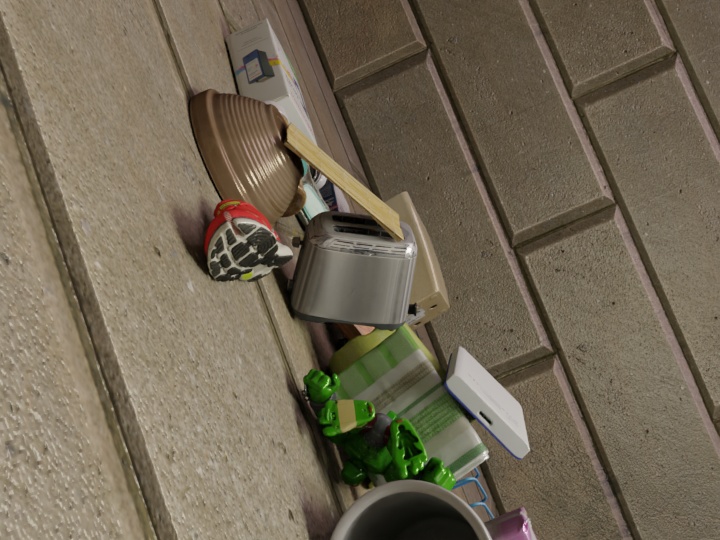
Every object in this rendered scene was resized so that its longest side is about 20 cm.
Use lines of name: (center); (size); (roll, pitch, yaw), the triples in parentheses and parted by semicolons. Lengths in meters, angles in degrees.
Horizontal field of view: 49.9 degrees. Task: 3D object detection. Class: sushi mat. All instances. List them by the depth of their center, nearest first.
sushi mat: (-0.021, -0.116, 1.010); (0.199, 0.012, 0.096); (39, 19, -15)

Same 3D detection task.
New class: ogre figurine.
ogre figurine: (0.017, 0.203, 0.914); (0.120, 0.197, 0.099); (97, 11, -62)

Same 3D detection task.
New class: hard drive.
hard drive: (0.170, 0.172, 1.049); (0.132, 0.025, 0.200); (45, 9, 3)

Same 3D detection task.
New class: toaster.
toaster: (0.000, 0.000, 1.063); (0.114, 0.197, 0.131); (-98, -163, -63)

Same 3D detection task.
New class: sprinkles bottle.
sprinkles bottle: (-0.131, -0.174, 1.190); (0.068, 0.067, 0.202); (58, 12, -50)

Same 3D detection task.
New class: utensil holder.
utensil holder: (0.070, 0.321, 0.809); (0.200, 0.168, 0.172); (56, 13, -63)

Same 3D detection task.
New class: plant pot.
plant pot: (-0.135, -0.153, 1.012); (0.201, 0.092, 0.203); (-24, 90, -83)
plant pot: (0.051, 0.176, 1.109); (0.186, 0.199, 0.200); (58, 5, 14)
plant pot: (0.055, 0.013, 1.391); (0.179, 0.198, 0.200); (62, 5, 20)

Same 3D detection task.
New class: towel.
towel: (0.054, 0.194, 0.995); (0.201, 0.148, 0.031); (57, 6, 22)

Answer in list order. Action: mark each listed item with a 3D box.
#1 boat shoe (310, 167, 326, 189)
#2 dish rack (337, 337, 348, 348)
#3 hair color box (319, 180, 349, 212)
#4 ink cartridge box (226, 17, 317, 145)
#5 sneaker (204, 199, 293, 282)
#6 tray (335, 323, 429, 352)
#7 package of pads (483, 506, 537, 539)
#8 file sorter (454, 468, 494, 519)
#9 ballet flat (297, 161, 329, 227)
boat shoe: (-0.120, -0.246, 1.514); (0.066, 0.069, 0.202); (27, 41, -52)
dish rack: (0.025, 0.182, 1.339); (0.200, 0.054, 0.155); (33, 36, -81)
hair color box: (-0.057, -0.107, 1.552); (0.201, 0.060, 0.101); (-102, 167, -56)
ink cartridge box: (-0.155, -0.312, 1.357); (0.146, 0.086, 0.202); (58, 14, -56)
sneaker: (-0.133, -0.039, 0.828); (0.086, 0.076, 0.200); (57, -1, 8)
tray: (0.021, 0.092, 1.253); (0.201, 0.037, 0.099); (50, 41, 0)
package of pads: (0.170, 0.428, 1.096); (0.122, 0.198, 0.076); (63, 13, -3)
file sorter: (0.164, 0.414, 1.395); (0.139, 0.121, 0.202); (59, 11, -50)
ballet flat: (-0.114, -0.155, 1.344); (0.064, 0.067, 0.202); (25, -35, 58)
